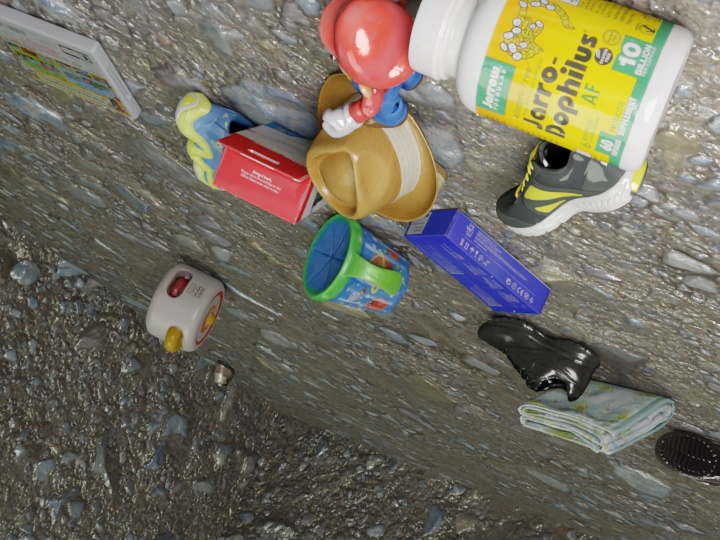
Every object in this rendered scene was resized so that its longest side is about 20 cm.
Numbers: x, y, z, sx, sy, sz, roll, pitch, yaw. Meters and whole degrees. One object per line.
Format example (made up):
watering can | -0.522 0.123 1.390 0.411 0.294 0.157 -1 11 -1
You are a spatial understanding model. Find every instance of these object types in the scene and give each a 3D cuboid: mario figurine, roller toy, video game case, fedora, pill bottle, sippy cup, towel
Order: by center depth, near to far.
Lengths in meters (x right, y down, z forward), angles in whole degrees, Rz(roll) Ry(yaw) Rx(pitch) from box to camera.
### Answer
pill bottle | 0.143 -0.163 0.761 0.198 0.114 0.113 24 164 14
mario figurine | 0.002 -0.195 0.874 0.104 0.125 0.200 -13 172 6
fedora | -0.003 -0.119 1.090 0.200 0.082 0.202 36 150 25
video game case | -0.433 -0.306 1.431 0.198 0.023 0.182 23 163 15
sippy cup | 0.000 0.000 1.490 0.129 0.179 0.140 24 124 -29
towel | 0.365 0.218 1.522 0.198 0.049 0.170 -12 -161 -42
roller toy | -0.404 0.089 2.297 0.138 0.185 0.200 24 -171 6

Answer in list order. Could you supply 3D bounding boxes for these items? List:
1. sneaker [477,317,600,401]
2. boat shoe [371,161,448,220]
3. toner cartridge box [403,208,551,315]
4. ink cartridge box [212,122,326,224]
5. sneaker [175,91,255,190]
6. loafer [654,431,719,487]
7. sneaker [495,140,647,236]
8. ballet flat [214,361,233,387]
sneaker | 0.266 0.137 1.524 0.198 0.092 0.076 20 165 28
boat shoe | 0.029 -0.102 1.225 0.073 0.063 0.199 34 163 -23
toner cartridge box | 0.160 -0.010 1.332 0.199 0.044 0.095 38 162 -29
ink cartridge box | -0.101 -0.120 1.200 0.115 0.068 0.200 25 -161 8
sneaker | -0.184 -0.163 1.364 0.104 0.076 0.200 20 162 21
loafer | 0.584 0.328 1.619 0.198 0.074 0.071 18 161 31
sneaker | 0.195 -0.097 0.982 0.084 0.075 0.199 39 152 -18
ballet flat | -0.503 0.388 3.591 0.067 0.068 0.200 24 163 10
